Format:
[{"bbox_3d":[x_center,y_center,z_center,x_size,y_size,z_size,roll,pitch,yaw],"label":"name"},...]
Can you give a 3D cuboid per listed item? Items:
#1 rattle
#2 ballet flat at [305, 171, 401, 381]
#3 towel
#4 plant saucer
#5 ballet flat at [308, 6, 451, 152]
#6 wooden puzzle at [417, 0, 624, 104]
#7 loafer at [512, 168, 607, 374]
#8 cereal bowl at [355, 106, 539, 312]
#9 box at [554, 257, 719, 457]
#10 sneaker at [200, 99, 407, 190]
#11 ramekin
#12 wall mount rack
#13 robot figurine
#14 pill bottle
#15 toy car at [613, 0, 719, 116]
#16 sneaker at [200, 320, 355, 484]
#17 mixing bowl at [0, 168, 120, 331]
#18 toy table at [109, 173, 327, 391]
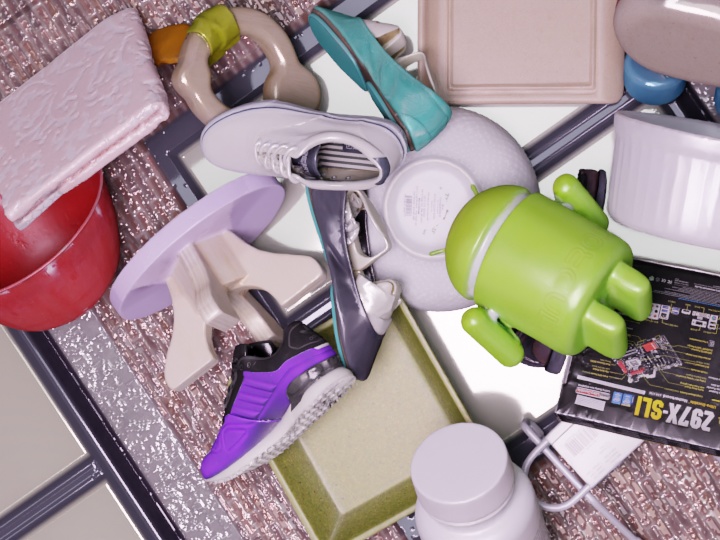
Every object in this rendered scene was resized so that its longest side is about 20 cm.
[{"bbox_3d":[-0.109,-0.167,1.679,0.199,0.143,0.131,26,58,-30],"label":"rattle"},{"bbox_3d":[0.000,0.000,1.589,0.073,0.073,0.201,-13,85,8],"label":"ballet flat"},{"bbox_3d":[-0.273,-0.149,1.641,0.191,0.200,0.032,-36,128,10],"label":"towel"},{"bbox_3d":[0.003,0.145,1.660,0.199,0.048,0.201,-31,87,14],"label":"plant saucer"},{"bbox_3d":[0.025,-0.193,1.627,0.070,0.067,0.200,-31,57,-7],"label":"ballet flat"},{"bbox_3d":[0.155,-0.253,1.645,0.199,0.037,0.186,0,91,3],"label":"wooden puzzle"},{"bbox_3d":[0.185,-0.003,1.626,0.063,0.072,0.201,13,96,3],"label":"loafer"},{"bbox_3d":[0.074,-0.058,1.635,0.199,0.083,0.201,0,93,7],"label":"cereal bowl"},{"bbox_3d":[0.292,0.080,1.558,0.199,0.049,0.161,11,78,16],"label":"box"},{"bbox_3d":[-0.059,-0.112,1.558,0.199,0.071,0.073,1,116,18],"label":"sneaker"},{"bbox_3d":[0.320,-0.079,1.547,0.199,0.200,0.098,11,101,7],"label":"ramekin"},{"bbox_3d":[0.254,0.168,1.625,0.200,0.075,0.174,-44,82,7],"label":"wall mount rack"},{"bbox_3d":[0.162,-0.002,1.527,0.199,0.116,0.176,29,77,21],"label":"robot figurine"},{"bbox_3d":[0.112,0.235,1.572,0.114,0.115,0.201,-11,135,11],"label":"pill bottle"},{"bbox_3d":[0.339,-0.271,1.574,0.176,0.185,0.201,16,60,15],"label":"toy car"},{"bbox_3d":[-0.094,0.119,1.614,0.200,0.069,0.100,-43,77,30],"label":"sneaker"},{"bbox_3d":[-0.308,-0.016,1.655,0.199,0.201,0.109,-28,130,8],"label":"mixing bowl"},{"bbox_3d":[-0.132,0.013,1.628,0.200,0.184,0.117,-42,70,18],"label":"toy table"}]
